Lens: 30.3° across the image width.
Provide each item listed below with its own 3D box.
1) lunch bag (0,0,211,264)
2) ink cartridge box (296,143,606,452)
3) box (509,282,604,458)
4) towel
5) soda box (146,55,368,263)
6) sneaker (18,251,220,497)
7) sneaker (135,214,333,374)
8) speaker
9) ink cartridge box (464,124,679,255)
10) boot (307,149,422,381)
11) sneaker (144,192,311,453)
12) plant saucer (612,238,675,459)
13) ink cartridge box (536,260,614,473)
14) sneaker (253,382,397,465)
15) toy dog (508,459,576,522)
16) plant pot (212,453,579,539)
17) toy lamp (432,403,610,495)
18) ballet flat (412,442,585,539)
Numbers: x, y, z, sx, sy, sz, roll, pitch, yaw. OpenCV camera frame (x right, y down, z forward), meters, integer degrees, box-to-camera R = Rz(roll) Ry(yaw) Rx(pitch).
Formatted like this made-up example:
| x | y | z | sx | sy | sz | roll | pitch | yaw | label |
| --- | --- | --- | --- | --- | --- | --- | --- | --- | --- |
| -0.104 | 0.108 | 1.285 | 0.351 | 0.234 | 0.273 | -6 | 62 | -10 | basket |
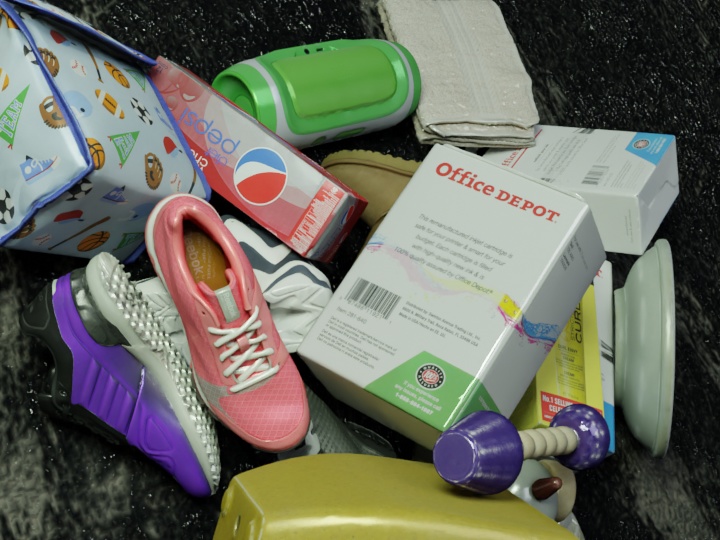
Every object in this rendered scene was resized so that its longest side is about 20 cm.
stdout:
| x | y | z | sx | sy | sz | roll | pitch | yaw | label |
| --- | --- | --- | --- | --- | --- | --- | --- | --- | --- |
| -0.222 | -0.121 | 0.987 | 0.201 | 0.123 | 0.170 | 61 | 17 | 18 | lunch bag |
| 0.071 | 0.024 | 0.994 | 0.144 | 0.084 | 0.201 | 25 | 73 | 33 | ink cartridge box |
| 0.158 | 0.053 | 1.116 | 0.075 | 0.050 | 0.202 | 19 | 55 | -25 | box |
| 0.097 | -0.202 | 1.321 | 0.131 | 0.035 | 0.202 | -1 | 52 | -21 | towel |
| -0.093 | -0.089 | 1.075 | 0.199 | 0.064 | 0.070 | 37 | 6 | 13 | soda box |
| -0.176 | 0.089 | 0.958 | 0.070 | 0.099 | 0.201 | -104 | 167 | -67 | sneaker |
| -0.126 | 0.015 | 1.042 | 0.197 | 0.080 | 0.130 | -12 | 27 | -7 | sneaker |
| -0.038 | -0.157 | 1.198 | 0.199 | 0.088 | 0.089 | -18 | 74 | -41 | speaker |
| 0.195 | -0.083 | 1.289 | 0.116 | 0.198 | 0.067 | -49 | 136 | -43 | ink cartridge box |
| 0.000 | 0.000 | 1.123 | 0.066 | 0.174 | 0.202 | 42 | 64 | -44 | boot |
| -0.095 | 0.039 | 0.929 | 0.073 | 0.087 | 0.202 | -27 | 91 | -11 | sneaker |
| 0.257 | 0.071 | 1.231 | 0.050 | 0.201 | 0.202 | 2 | 54 | 8 | plant saucer |
| 0.147 | 0.065 | 1.193 | 0.145 | 0.084 | 0.202 | 23 | 52 | -22 | ink cartridge box |
| -0.021 | 0.145 | 1.041 | 0.090 | 0.066 | 0.201 | -26 | 80 | -50 | sneaker |
| 0.123 | 0.226 | 1.023 | 0.130 | 0.096 | 0.203 | -9 | 87 | -21 | toy dog |
| -0.002 | 0.223 | 0.882 | 0.198 | 0.194 | 0.198 | 18 | 90 | -17 | plant pot |
| 0.115 | 0.124 | 0.936 | 0.199 | 0.058 | 0.059 | 4 | 59 | -55 | toy lamp |
| 0.131 | 0.196 | 1.114 | 0.199 | 0.069 | 0.070 | 36 | 48 | -13 | ballet flat |
